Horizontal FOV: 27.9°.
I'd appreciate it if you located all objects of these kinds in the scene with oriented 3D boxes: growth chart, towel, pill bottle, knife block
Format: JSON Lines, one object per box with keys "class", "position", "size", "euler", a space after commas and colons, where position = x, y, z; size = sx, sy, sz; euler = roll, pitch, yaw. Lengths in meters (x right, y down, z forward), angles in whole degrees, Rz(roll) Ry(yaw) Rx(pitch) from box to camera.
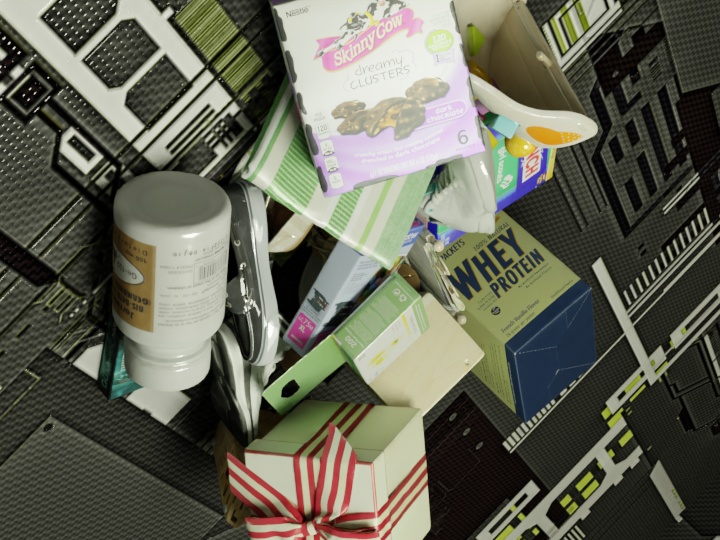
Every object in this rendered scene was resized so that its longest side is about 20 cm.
{"class": "growth chart", "position": [0.078, -0.011, 1.748], "size": [0.018, 0.145, 0.200], "euler": [-36, 146, -9]}
{"class": "towel", "position": [-0.015, -0.113, 1.491], "size": [0.199, 0.023, 0.154], "euler": [30, 78, -30]}
{"class": "pill bottle", "position": [-0.189, 0.014, 1.438], "size": [0.114, 0.114, 0.201], "euler": [-21, 133, -36]}
{"class": "knife block", "position": [-0.089, 0.232, 1.795], "size": [0.174, 0.201, 0.064], "euler": [10, 123, -21]}

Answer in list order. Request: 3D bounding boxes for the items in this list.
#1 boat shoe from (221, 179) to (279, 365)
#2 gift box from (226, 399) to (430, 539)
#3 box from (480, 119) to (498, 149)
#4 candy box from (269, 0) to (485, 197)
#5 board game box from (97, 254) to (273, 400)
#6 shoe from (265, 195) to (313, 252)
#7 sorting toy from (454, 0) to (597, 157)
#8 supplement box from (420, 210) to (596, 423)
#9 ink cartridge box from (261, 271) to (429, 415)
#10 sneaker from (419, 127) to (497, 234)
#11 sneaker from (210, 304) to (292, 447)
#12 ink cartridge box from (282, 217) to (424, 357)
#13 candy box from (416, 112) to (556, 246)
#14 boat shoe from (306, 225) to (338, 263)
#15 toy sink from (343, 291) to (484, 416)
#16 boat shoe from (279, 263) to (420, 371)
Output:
{"class": "boat shoe", "position": [-0.131, 0.007, 1.525], "size": [0.066, 0.070, 0.202], "euler": [-12, 110, -28]}
{"class": "gift box", "position": [-0.035, 0.246, 1.660], "size": [0.187, 0.183, 0.202], "euler": [-40, 123, -61]}
{"class": "box", "position": [0.066, -0.190, 1.544], "size": [0.048, 0.117, 0.200], "euler": [-47, 149, 0]}
{"class": "candy box", "position": [0.016, -0.192, 1.388], "size": [0.166, 0.072, 0.201], "euler": [-16, 117, -1]}
{"class": "board game box", "position": [-0.191, 0.057, 1.596], "size": [0.199, 0.028, 0.136], "euler": [-19, 139, -38]}
{"class": "shoe", "position": [-0.053, -0.099, 1.546], "size": [0.053, 0.070, 0.201], "euler": [-6, 134, -59]}
{"class": "sorting toy", "position": [0.138, -0.222, 1.561], "size": [0.107, 0.201, 0.179], "euler": [-37, 149, 23]}
{"class": "supplement box", "position": [0.191, 0.052, 1.901], "size": [0.134, 0.200, 0.201], "euler": [-38, 149, -13]}
{"class": "ink cartridge box", "position": [-0.012, 0.099, 1.630], "size": [0.200, 0.048, 0.146], "euler": [-44, 164, -6]}
{"class": "sneaker", "position": [0.102, -0.088, 1.564], "size": [0.088, 0.076, 0.200], "euler": [-2, 157, 4]}
{"class": "sneaker", "position": [-0.110, 0.115, 1.662], "size": [0.115, 0.076, 0.201], "euler": [-29, 143, -23]}
{"class": "ink cartridge box", "position": [0.000, 0.000, 1.605], "size": [0.119, 0.042, 0.201], "euler": [-15, 138, -58]}
{"class": "candy box", "position": [0.146, -0.143, 1.740], "size": [0.199, 0.077, 0.170], "euler": [-33, 147, -24]}
{"class": "boat shoe", "position": [-0.021, -0.036, 1.658], "size": [0.074, 0.076, 0.200], "euler": [-38, 148, -8]}
{"class": "toy sink", "position": [0.063, 0.111, 1.810], "size": [0.130, 0.112, 0.200], "euler": [-43, -177, -6]}
{"class": "boat shoe", "position": [-0.010, 0.064, 1.771], "size": [0.199, 0.074, 0.063], "euler": [-32, 174, 4]}
